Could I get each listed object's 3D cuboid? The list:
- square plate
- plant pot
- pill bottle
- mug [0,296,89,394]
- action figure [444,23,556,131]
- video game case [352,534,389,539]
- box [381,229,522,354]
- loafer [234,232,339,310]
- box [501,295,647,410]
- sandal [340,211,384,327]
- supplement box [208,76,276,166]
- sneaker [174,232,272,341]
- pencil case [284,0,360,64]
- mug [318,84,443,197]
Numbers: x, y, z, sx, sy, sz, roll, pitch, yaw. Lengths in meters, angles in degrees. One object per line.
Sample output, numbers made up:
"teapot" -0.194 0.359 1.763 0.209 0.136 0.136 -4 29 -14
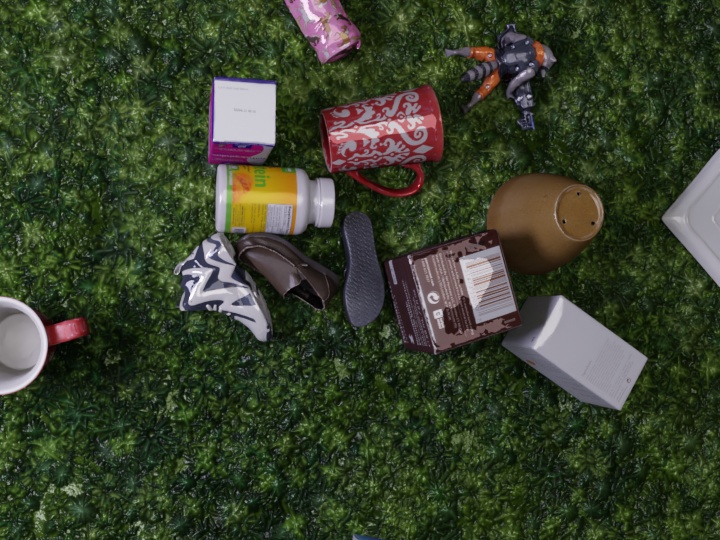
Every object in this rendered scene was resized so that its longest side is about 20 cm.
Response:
"square plate" 0.713 -0.101 1.717 0.198 0.028 0.200 45 79 -6
"plant pot" 0.341 -0.089 1.548 0.181 0.200 0.192 0 88 -12
"pill bottle" -0.145 -0.118 1.486 0.195 0.111 0.114 1 87 -12
"mug" -0.511 0.118 1.342 0.173 0.200 0.137 16 84 -11
"action figure" 0.268 -0.348 1.596 0.189 0.105 0.204 -20 89 -3
"video game case" 0.067 0.572 1.535 0.195 0.045 0.186 12 84 -11
"box" 0.151 0.037 1.499 0.161 0.200 0.170 -17 91 -12
"loafer" -0.123 0.004 1.485 0.197 0.073 0.072 26 47 -18
"box" 0.378 0.144 1.568 0.198 0.152 0.108 35 82 -9
"sandal" 0.001 0.000 1.554 0.074 0.043 0.206 2 77 -19
"supplement box" -0.196 -0.238 1.436 0.098 0.200 0.106 1 88 -11
"sneaker" -0.240 0.052 1.481 0.128 0.080 0.202 -27 113 6
"pencil case" -0.075 -0.462 1.535 0.082 0.086 0.203 -32 95 -43
"mug" 0.037 -0.218 1.524 0.195 0.133 0.182 -10 88 -9
